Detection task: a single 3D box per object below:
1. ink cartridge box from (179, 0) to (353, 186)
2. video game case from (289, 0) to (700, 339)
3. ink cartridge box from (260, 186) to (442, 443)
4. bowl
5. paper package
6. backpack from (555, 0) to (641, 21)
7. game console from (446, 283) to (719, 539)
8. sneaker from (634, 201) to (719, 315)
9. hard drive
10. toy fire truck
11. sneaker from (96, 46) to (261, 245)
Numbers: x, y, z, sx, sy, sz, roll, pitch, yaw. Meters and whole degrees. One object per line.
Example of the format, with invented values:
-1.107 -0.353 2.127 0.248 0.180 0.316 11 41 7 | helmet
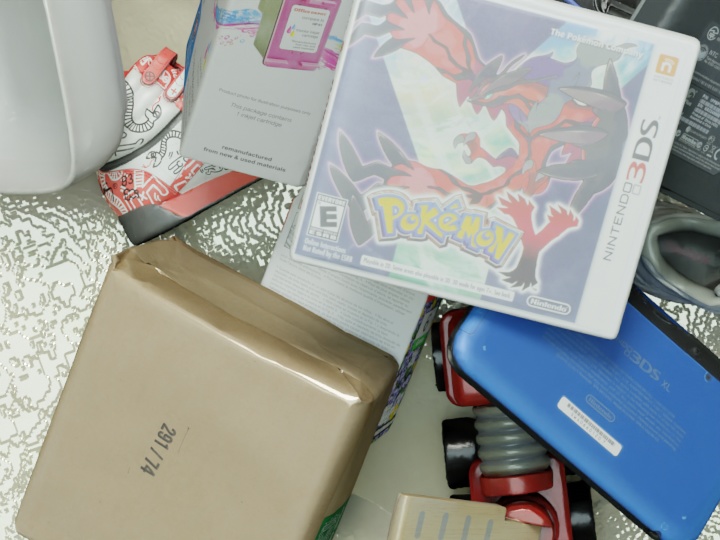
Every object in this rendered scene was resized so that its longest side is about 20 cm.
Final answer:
-0.043 -0.177 1.524 0.084 0.145 0.201 15 122 -12 | ink cartridge box
0.076 -0.070 1.455 0.199 0.023 0.183 14 102 -5 | video game case
0.000 0.000 1.632 0.109 0.050 0.201 26 108 14 | ink cartridge box
-0.223 -0.155 1.617 0.074 0.199 0.201 -22 107 -38 | bowl
-0.096 0.111 1.609 0.190 0.103 0.201 28 110 13 | paper package
0.100 -0.209 1.585 0.183 0.200 0.147 32 137 -10 | backpack
0.145 0.056 1.574 0.200 0.118 0.171 40 67 -12 | game console
0.261 0.009 1.622 0.199 0.099 0.078 12 92 3 | sneaker
0.221 -0.139 1.506 0.139 0.033 0.200 22 104 -42 | hard drive
0.080 0.113 1.587 0.128 0.200 0.177 -6 91 3 | toy fire truck
-0.088 -0.108 1.658 0.201 0.067 0.108 -28 92 7 | sneaker
